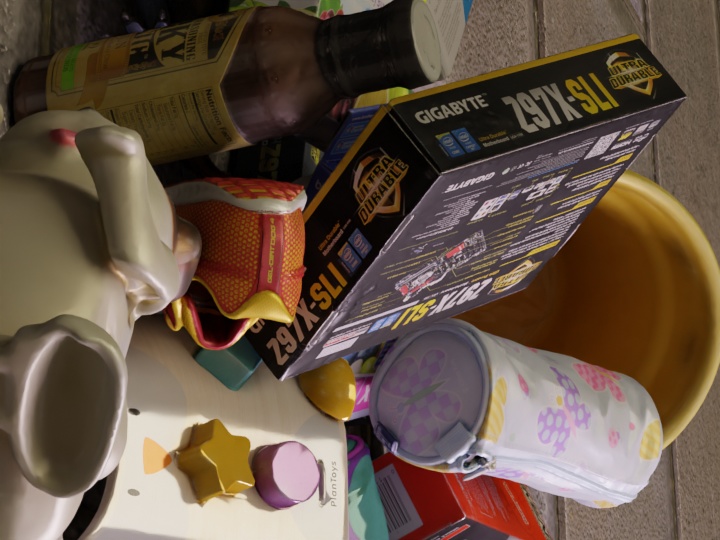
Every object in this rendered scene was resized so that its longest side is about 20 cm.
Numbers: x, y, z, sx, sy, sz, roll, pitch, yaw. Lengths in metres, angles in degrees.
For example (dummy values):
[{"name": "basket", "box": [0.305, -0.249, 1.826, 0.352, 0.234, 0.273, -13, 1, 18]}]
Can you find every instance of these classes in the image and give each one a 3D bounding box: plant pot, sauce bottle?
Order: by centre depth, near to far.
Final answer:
[{"name": "sauce bottle", "box": [-0.062, -0.088, 1.065, 0.065, 0.200, 0.065, -10, 90, -73]}, {"name": "plant pot", "box": [0.107, 0.021, 1.486, 0.189, 0.201, 0.201, -157, -128, -70]}]

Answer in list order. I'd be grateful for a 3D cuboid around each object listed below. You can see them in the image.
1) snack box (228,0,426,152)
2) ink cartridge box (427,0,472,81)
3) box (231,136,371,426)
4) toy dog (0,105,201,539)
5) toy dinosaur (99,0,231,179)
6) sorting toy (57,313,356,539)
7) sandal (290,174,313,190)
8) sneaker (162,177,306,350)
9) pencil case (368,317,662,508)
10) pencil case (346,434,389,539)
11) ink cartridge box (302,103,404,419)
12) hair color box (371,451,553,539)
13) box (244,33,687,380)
[{"name": "snack box", "box": [-0.013, -0.142, 1.194, 0.200, 0.053, 0.142, 21, 77, -75]}, {"name": "ink cartridge box", "box": [0.005, -0.238, 1.494, 0.146, 0.086, 0.200, -72, 146, -53]}, {"name": "box", "box": [-0.023, -0.029, 1.373, 0.158, 0.051, 0.200, 58, 32, -49]}, {"name": "toy dog", "box": [-0.130, 0.017, 0.928, 0.200, 0.139, 0.194, -73, 161, -52]}, {"name": "toy dinosaur", "box": [-0.102, -0.183, 1.238, 0.200, 0.105, 0.182, 110, -18, -47]}, {"name": "sorting toy", "box": [-0.095, 0.098, 1.089, 0.180, 0.107, 0.200, 19, 63, -48]}, {"name": "sandal", "box": [-0.001, -0.030, 1.284, 0.050, 0.082, 0.203, 42, 11, 24]}, {"name": "sneaker", "box": [-0.082, -0.003, 1.079, 0.200, 0.073, 0.077, 179, -84, -72]}, {"name": "pencil case", "box": [0.093, 0.084, 1.303, 0.091, 0.083, 0.200, 44, 16, 35]}, {"name": "pencil case", "box": [-0.017, 0.191, 1.250, 0.092, 0.085, 0.200, -169, -115, -69]}, {"name": "ink cartridge box", "box": [0.000, 0.000, 1.224, 0.119, 0.042, 0.200, -11, 132, -51]}, {"name": "hair color box", "box": [0.042, 0.161, 1.389, 0.061, 0.101, 0.200, 63, 13, 21]}, {"name": "box", "box": [0.050, -0.033, 1.123, 0.200, 0.160, 0.049, -19, 66, -45]}]
